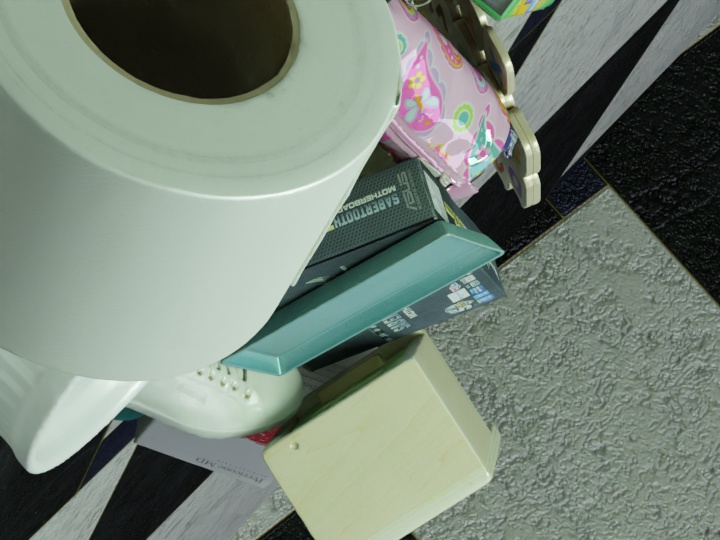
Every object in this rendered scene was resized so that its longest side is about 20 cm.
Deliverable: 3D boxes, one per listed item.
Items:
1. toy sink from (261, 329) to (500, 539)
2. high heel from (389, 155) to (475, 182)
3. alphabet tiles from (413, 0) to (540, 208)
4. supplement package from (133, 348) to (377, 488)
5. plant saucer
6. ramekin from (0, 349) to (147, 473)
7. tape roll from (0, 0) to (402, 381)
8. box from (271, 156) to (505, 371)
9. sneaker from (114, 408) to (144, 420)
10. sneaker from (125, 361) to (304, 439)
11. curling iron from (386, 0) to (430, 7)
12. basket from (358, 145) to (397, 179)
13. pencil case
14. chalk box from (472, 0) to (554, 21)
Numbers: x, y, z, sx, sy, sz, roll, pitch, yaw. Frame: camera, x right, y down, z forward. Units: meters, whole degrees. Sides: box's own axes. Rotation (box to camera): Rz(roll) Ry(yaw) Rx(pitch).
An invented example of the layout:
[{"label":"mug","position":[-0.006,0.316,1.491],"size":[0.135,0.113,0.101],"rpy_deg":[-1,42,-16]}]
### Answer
[{"label":"toy sink","position":[0.017,0.122,1.861],"size":[0.130,0.112,0.200],"rpy_deg":[-33,-178,8]},{"label":"high heel","position":[0.053,-0.077,2.544],"size":[0.200,0.067,0.096],"rpy_deg":[-12,134,-54]},{"label":"alphabet tiles","position":[0.080,-0.145,1.844],"size":[0.015,0.200,0.196],"rpy_deg":[-24,157,-7]},{"label":"supplement package","position":[-0.079,0.063,2.004],"size":[0.200,0.121,0.120],"rpy_deg":[-48,-153,49]},{"label":"plant saucer","position":[-0.002,0.019,1.720],"size":[0.200,0.019,0.070],"rpy_deg":[-29,155,29]},{"label":"ramekin","position":[-0.169,0.018,1.566],"size":[0.201,0.098,0.200],"rpy_deg":[-49,172,-9]},{"label":"tape roll","position":[-0.099,-0.072,1.117],"size":[0.203,0.203,0.139],"rpy_deg":[-43,170,-42]},{"label":"box","position":[0.000,0.000,1.768],"size":[0.157,0.051,0.200],"rpy_deg":[-20,158,10]},{"label":"sneaker","position":[-0.146,0.059,1.891],"size":[0.200,0.071,0.080],"rpy_deg":[-51,-159,39]},{"label":"sneaker","position":[-0.119,0.064,1.770],"size":[0.085,0.200,0.073],"rpy_deg":[-43,-136,50]},{"label":"curling iron","position":[-0.023,-0.135,1.474],"size":[0.200,0.026,0.050],"rpy_deg":[-40,132,-28]},{"label":"basket","position":[-0.011,-0.078,1.861],"size":[0.176,0.139,0.200],"rpy_deg":[-55,162,14]},{"label":"pencil case","position":[0.024,-0.125,1.708],"size":[0.087,0.087,0.200],"rpy_deg":[-49,138,-2]},{"label":"chalk box","position":[0.093,-0.249,1.677],"size":[0.124,0.124,0.200],"rpy_deg":[-52,174,16]}]
